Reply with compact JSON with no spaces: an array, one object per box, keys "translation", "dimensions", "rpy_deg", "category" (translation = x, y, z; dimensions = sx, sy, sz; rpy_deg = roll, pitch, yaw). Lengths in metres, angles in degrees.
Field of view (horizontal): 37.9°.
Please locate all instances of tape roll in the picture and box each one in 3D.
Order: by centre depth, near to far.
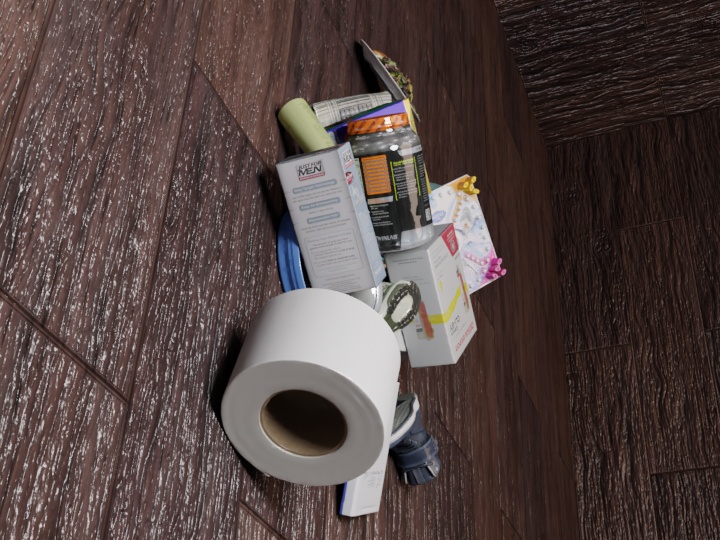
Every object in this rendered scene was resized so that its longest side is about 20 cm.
[{"translation":[-0.057,0.142,1.280],"dimensions":[0.140,0.201,0.204],"rpy_deg":[-74,147,-53],"category":"tape roll"}]

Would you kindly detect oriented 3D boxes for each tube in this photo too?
[{"translation":[-0.053,-0.170,1.567],"dimensions":[0.058,0.052,0.201],"rpy_deg":[-19,63,-38],"category":"tube"}]

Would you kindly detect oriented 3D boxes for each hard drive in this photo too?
[{"translation":[0.015,0.265,1.593],"dimensions":[0.132,0.025,0.202],"rpy_deg":[25,74,-69],"category":"hard drive"}]

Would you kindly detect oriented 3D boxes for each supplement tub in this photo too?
[{"translation":[0.041,-0.135,1.613],"dimensions":[0.122,0.121,0.202],"rpy_deg":[-36,119,-69],"category":"supplement tub"}]

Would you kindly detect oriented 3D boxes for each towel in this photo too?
[{"translation":[0.005,-0.198,1.787],"dimensions":[0.192,0.034,0.202],"rpy_deg":[-17,97,-43],"category":"towel"}]

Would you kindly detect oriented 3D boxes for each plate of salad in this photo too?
[{"translation":[0.066,-0.378,2.066],"dimensions":[0.201,0.048,0.200],"rpy_deg":[54,4,-5],"category":"plate of salad"}]

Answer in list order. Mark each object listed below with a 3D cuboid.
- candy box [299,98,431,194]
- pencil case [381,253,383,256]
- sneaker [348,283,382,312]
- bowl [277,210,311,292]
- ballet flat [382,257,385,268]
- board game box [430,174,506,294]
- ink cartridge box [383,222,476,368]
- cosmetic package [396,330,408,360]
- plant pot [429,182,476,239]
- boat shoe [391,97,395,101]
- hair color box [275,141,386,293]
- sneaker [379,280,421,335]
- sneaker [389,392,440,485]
[{"translation":[0.011,-0.170,1.717],"dimensions":[0.199,0.077,0.171],"rpy_deg":[-29,109,-39],"category":"candy box"},{"translation":[0.034,-0.106,1.883],"dimensions":[0.083,0.085,0.202],"rpy_deg":[-13,92,-34],"category":"pencil case"},{"translation":[-0.026,-0.022,1.565],"dimensions":[0.071,0.073,0.202],"rpy_deg":[-7,77,-62],"category":"sneaker"},{"translation":[-0.069,-0.004,1.576],"dimensions":[0.200,0.039,0.203],"rpy_deg":[-11,90,-71],"category":"bowl"},{"translation":[0.000,0.000,1.719],"dimensions":[0.200,0.067,0.068],"rpy_deg":[-119,-135,-87],"category":"ballet flat"},{"translation":[0.161,-0.046,1.877],"dimensions":[0.199,0.026,0.202],"rpy_deg":[-27,103,-32],"category":"board game box"},{"translation":[0.120,0.040,1.742],"dimensions":[0.145,0.083,0.202],"rpy_deg":[-44,123,-60],"category":"ink cartridge box"},{"translation":[0.044,0.097,1.776],"dimensions":[0.200,0.084,0.109],"rpy_deg":[16,62,-71],"category":"cosmetic package"},{"translation":[0.142,-0.079,1.980],"dimensions":[0.200,0.133,0.203],"rpy_deg":[167,-90,-84],"category":"plant pot"},{"translation":[0.039,-0.260,1.990],"dimensions":[0.201,0.069,0.071],"rpy_deg":[-80,152,-48],"category":"boat shoe"},{"translation":[-0.040,-0.069,1.484],"dimensions":[0.061,0.098,0.202],"rpy_deg":[-49,125,-66],"category":"hair color box"},{"translation":[0.006,0.089,1.630],"dimensions":[0.200,0.088,0.077],"rpy_deg":[-44,124,-21],"category":"sneaker"},{"translation":[0.079,0.304,1.771],"dimensions":[0.202,0.076,0.148],"rpy_deg":[-33,108,-71],"category":"sneaker"}]
